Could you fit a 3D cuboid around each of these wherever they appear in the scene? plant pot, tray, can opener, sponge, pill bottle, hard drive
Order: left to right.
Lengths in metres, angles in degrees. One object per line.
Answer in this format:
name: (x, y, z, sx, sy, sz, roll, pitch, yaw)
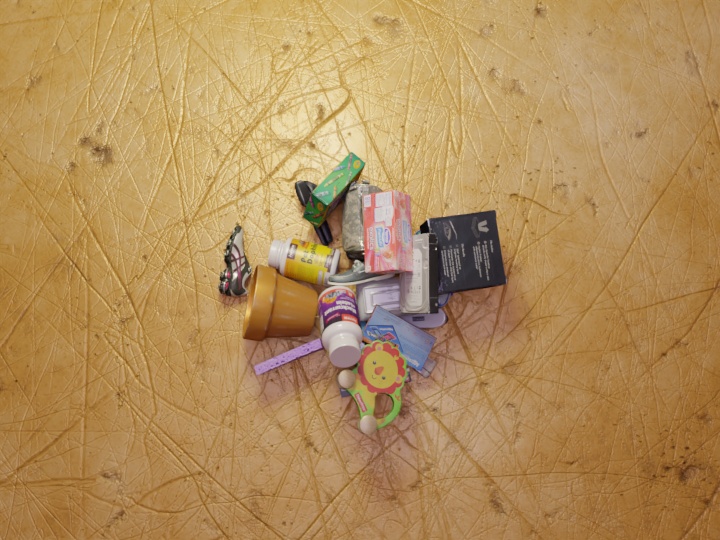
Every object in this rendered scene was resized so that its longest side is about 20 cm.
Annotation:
plant pot: (-0.219, 0.103, 1.627, 0.178, 0.200, 0.207, 13, 83, -15)
sponge: (-0.193, 0.239, 1.640, 0.195, 0.112, 0.031, -22, 83, -3)
pill bottle: (-0.160, -0.027, 1.672, 0.194, 0.109, 0.113, 13, 83, 1)
can opener: (-0.134, -0.168, 1.717, 0.077, 0.063, 0.205, -25, 94, -30)
pill bottle: (-0.051, 0.148, 1.540, 0.108, 0.113, 0.203, -10, 43, -2)
tray: (0.087, 0.074, 1.629, 0.193, 0.022, 0.111, -7, 83, 0)
hard drive: (0.152, 0.010, 1.551, 0.037, 0.139, 0.207, 2, 87, -30)

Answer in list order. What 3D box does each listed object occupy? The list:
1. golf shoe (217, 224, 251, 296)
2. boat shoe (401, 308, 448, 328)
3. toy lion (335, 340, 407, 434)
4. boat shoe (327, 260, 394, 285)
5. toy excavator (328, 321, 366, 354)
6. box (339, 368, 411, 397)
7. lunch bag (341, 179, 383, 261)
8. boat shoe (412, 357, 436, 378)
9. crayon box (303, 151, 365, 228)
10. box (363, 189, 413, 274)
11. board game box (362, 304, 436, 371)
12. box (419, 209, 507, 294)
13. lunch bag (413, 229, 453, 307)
golf shoe: (-0.354, -0.026, 1.699, 0.086, 0.077, 0.207, 11, 85, -20)
boat shoe: (0.154, 0.137, 1.680, 0.194, 0.068, 0.074, -5, 78, 20)
toy lion: (0.044, 0.295, 1.530, 0.188, 0.069, 0.204, -25, 81, -12)
boat shoe: (0.000, 0.000, 1.625, 0.194, 0.073, 0.064, -9, 99, -16)
toy excavator: (-0.013, 0.150, 1.669, 0.188, 0.100, 0.206, -8, 75, -3)
box: (0.038, 0.308, 1.623, 0.194, 0.137, 0.041, -12, 82, -2)
lunch bag: (0.014, -0.136, 1.658, 0.135, 0.168, 0.207, -1, 83, -1)
boat shoe: (0.132, 0.219, 1.668, 0.199, 0.072, 0.066, 40, 84, 2)
crayon box: (-0.073, -0.227, 1.654, 0.058, 0.119, 0.201, 37, 57, 3)
box: (0.073, -0.097, 1.535, 0.100, 0.094, 0.207, -6, 84, 34)
board game box: (0.104, 0.186, 1.616, 0.197, 0.019, 0.105, 29, 86, -11)
box: (0.276, -0.044, 1.601, 0.193, 0.117, 0.203, -7, 85, -7)
lunch bag: (0.201, -0.001, 1.688, 0.156, 0.082, 0.206, 16, 83, 2)
